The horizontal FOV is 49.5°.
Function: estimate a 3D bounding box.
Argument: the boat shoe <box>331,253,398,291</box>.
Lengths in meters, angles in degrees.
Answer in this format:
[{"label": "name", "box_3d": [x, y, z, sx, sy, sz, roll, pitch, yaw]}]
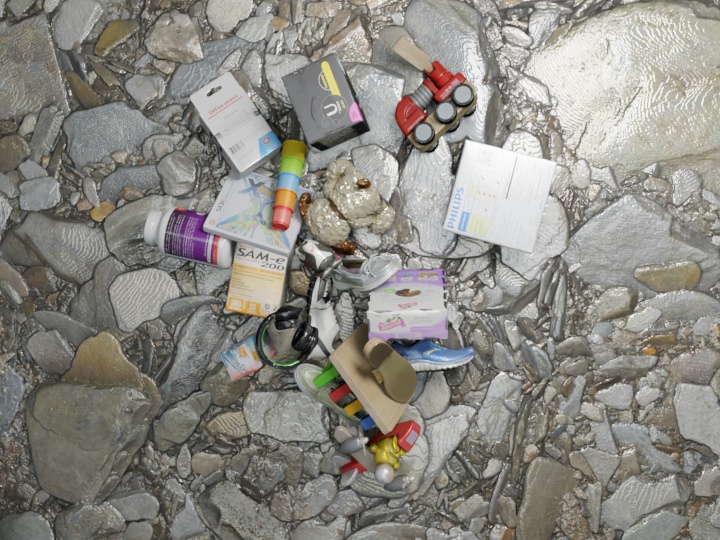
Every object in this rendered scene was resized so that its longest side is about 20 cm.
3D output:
[{"label": "boat shoe", "box_3d": [0.001, -0.001, 1.690, 0.074, 0.201, 0.065, -41, 112, -30]}]

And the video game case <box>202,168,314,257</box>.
[{"label": "video game case", "box_3d": [-0.222, -0.132, 1.724, 0.197, 0.022, 0.184, 17, 56, 3]}]

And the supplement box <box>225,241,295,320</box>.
[{"label": "supplement box", "box_3d": [-0.223, -0.001, 1.761, 0.124, 0.074, 0.203, 10, 95, 4]}]

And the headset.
[{"label": "headset", "box_3d": [-0.132, 0.123, 1.674, 0.200, 0.094, 0.124, -44, 106, -18]}]

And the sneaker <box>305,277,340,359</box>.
[{"label": "sneaker", "box_3d": [-0.085, 0.101, 1.766, 0.079, 0.074, 0.203, 4, 99, -10]}]

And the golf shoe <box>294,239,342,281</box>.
[{"label": "golf shoe", "box_3d": [-0.100, -0.033, 1.685, 0.088, 0.200, 0.077, 43, 79, -13]}]

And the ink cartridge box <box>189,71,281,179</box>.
[{"label": "ink cartridge box", "box_3d": [-0.278, -0.321, 1.733, 0.115, 0.067, 0.201, -35, 90, -12]}]

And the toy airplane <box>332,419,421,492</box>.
[{"label": "toy airplane", "box_3d": [0.032, 0.421, 1.729, 0.197, 0.142, 0.202, 1, 119, -12]}]

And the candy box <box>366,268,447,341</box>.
[{"label": "candy box", "box_3d": [0.101, 0.070, 1.668, 0.165, 0.201, 0.073, -1, 114, 5]}]

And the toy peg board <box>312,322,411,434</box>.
[{"label": "toy peg board", "box_3d": [0.001, 0.249, 1.708, 0.097, 0.200, 0.200, -35, 91, 25]}]

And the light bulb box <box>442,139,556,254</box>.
[{"label": "light bulb box", "box_3d": [0.294, -0.159, 1.677, 0.197, 0.125, 0.201, 15, 96, 5]}]

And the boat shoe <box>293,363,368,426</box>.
[{"label": "boat shoe", "box_3d": [-0.061, 0.274, 1.761, 0.199, 0.062, 0.072, 36, 63, -4]}]

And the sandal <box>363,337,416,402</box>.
[{"label": "sandal", "box_3d": [0.053, 0.196, 1.653, 0.078, 0.212, 0.070, -43, 45, -8]}]

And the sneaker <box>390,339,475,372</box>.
[{"label": "sneaker", "box_3d": [0.159, 0.179, 1.733, 0.197, 0.079, 0.091, -2, 80, -8]}]

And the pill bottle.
[{"label": "pill bottle", "box_3d": [-0.376, -0.076, 1.751, 0.197, 0.112, 0.114, 13, 95, 4]}]

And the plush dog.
[{"label": "plush dog", "box_3d": [-0.040, -0.129, 1.690, 0.172, 0.160, 0.200, -44, 90, 3]}]

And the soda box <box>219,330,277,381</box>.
[{"label": "soda box", "box_3d": [-0.242, 0.182, 1.712, 0.063, 0.200, 0.069, -25, 91, 7]}]

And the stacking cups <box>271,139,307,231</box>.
[{"label": "stacking cups", "box_3d": [-0.156, -0.185, 1.704, 0.059, 0.061, 0.203, 3, 65, 5]}]

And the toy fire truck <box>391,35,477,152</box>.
[{"label": "toy fire truck", "box_3d": [0.132, -0.386, 1.687, 0.176, 0.129, 0.201, -42, 78, 7]}]

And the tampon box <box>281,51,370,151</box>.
[{"label": "tampon box", "box_3d": [-0.069, -0.351, 1.659, 0.125, 0.200, 0.152, -23, 92, 6]}]
